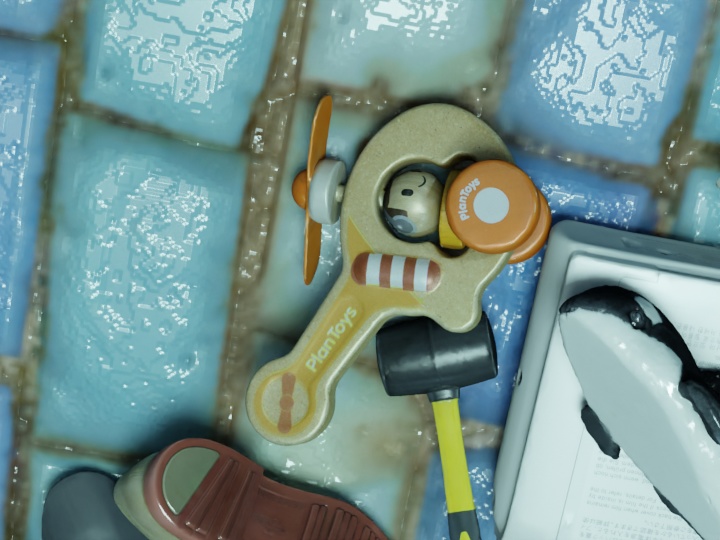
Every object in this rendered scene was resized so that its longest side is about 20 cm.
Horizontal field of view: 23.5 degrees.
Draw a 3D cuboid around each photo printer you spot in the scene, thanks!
[{"bbox_3d":[0.163,0.084,0.939,0.166,0.069,0.201,9,109,-3],"label":"photo printer"}]

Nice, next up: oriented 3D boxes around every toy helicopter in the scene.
[{"bbox_3d":[0.000,0.000,0.904,0.132,0.079,0.200,36,94,12],"label":"toy helicopter"}]

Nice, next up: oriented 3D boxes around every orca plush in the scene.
[{"bbox_3d":[0.182,0.080,0.862,0.071,0.105,0.200,-39,79,-26],"label":"orca plush"}]

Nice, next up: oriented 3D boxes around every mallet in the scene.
[{"bbox_3d":[0.043,0.122,0.930,0.066,0.041,0.201,-2,82,8],"label":"mallet"}]

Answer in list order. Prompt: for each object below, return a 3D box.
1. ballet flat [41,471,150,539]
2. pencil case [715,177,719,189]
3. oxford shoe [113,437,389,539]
[{"bbox_3d":[-0.131,0.212,0.981,0.073,0.073,0.201,-12,108,4],"label":"ballet flat"},{"bbox_3d":[0.282,-0.076,0.882,0.200,0.078,0.089,-35,123,11],"label":"pencil case"},{"bbox_3d":[-0.049,0.157,0.976,0.200,0.071,0.075,39,149,-22],"label":"oxford shoe"}]
